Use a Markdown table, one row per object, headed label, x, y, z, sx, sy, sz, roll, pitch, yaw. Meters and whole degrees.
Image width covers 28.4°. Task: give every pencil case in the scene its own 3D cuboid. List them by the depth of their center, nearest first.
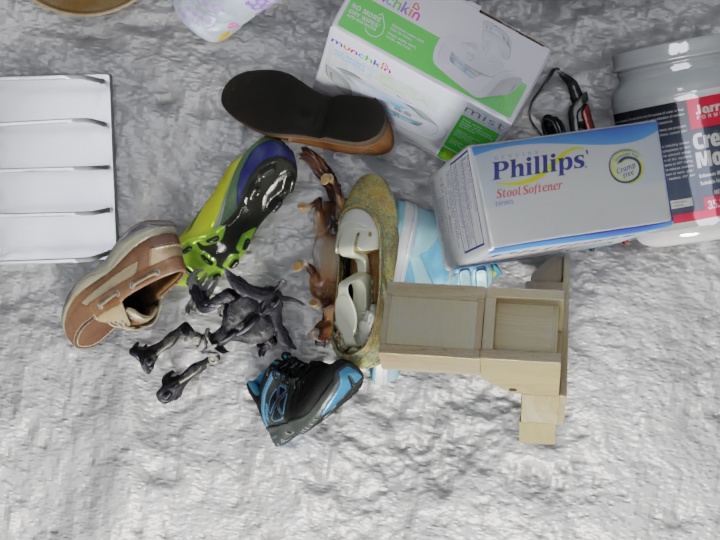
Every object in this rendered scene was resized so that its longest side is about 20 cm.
| label | x | y | z | sx | sy | sz | roll | pitch | yaw |
| --- | --- | --- | --- | --- | --- | --- | --- | --- | --- |
| pencil case | -0.101 | -0.305 | 1.438 | 0.091 | 0.083 | 0.200 | 35 | 138 | -31 |

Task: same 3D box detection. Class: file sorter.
| label | x | y | z | sx | sy | sz | roll | pitch | yaw |
| --- | --- | --- | --- | --- | --- | --- | --- | --- | --- |
| file sorter | -0.335 | -0.106 | 1.483 | 0.139 | 0.125 | 0.200 | -2 | 94 | 1 |

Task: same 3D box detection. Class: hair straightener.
| label | x | y | z | sx | sy | sz | roll | pitch | yaw |
| --- | --- | --- | --- | --- | --- | --- | --- | --- | --- |
| hair straightener | 0.222 | -0.115 | 1.507 | 0.077 | 0.041 | 0.200 | -16 | 94 | 3 |

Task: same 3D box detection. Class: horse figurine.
| label | x | y | z | sx | sy | sz | roll | pitch | yaw |
| --- | --- | --- | --- | --- | --- | --- | --- | --- | --- |
| horse figurine | -0.036 | -0.026 | 1.493 | 0.050 | 0.133 | 0.200 | 0 | 80 | 15 |

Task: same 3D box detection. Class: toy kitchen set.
| label | x | y | z | sx | sy | sz | roll | pitch | yaw |
| --- | --- | --- | --- | --- | --- | --- | --- | --- | --- |
| toy kitchen set | 0.124 | 0.061 | 1.467 | 0.180 | 0.200 | 0.163 | 3 | 61 | 8 |

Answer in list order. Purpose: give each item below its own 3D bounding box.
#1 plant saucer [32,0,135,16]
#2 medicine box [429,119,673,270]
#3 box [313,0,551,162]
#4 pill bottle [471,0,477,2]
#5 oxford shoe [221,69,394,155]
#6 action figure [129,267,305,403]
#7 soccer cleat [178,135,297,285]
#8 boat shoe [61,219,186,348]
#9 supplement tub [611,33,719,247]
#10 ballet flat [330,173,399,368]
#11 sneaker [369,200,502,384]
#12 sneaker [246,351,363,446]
| label | x | y | z | sx | sy | sz | roll | pitch | yaw |
| --- | --- | --- | --- | --- | --- | --- | --- | --- | --- |
| plant saucer | -0.290 | -0.368 | 1.507 | 0.200 | 0.035 | 0.201 | 0 | 94 | 2 |
| medicine box | 0.179 | -0.070 | 1.379 | 0.182 | 0.200 | 0.103 | -9 | 87 | -8 |
| box | 0.068 | -0.203 | 1.430 | 0.200 | 0.176 | 0.097 | 29 | 76 | -1 |
| pill bottle | 0.048 | -0.352 | 1.460 | 0.200 | 0.112 | 0.112 | 30 | 94 | 0 |
| oxford shoe | -0.056 | -0.156 | 1.493 | 0.200 | 0.071 | 0.071 | 20 | 77 | 24 |
| action figure | -0.144 | 0.054 | 1.490 | 0.200 | 0.102 | 0.119 | -32 | 117 | 19 |
| soccer cleat | -0.140 | -0.062 | 1.517 | 0.065 | 0.084 | 0.200 | 32 | 114 | -32 |
| boat shoe | -0.246 | 0.029 | 1.478 | 0.200 | 0.076 | 0.072 | -47 | 65 | 38 |
| supplement tub | 0.335 | -0.132 | 1.454 | 0.140 | 0.140 | 0.200 | -11 | 94 | 2 |
| ballet flat | 0.000 | 0.000 | 1.442 | 0.071 | 0.071 | 0.200 | 2 | 89 | 2 |
| sneaker | 0.080 | 0.033 | 1.507 | 0.130 | 0.080 | 0.200 | 8 | 105 | -9 |
| sneaker | -0.065 | 0.123 | 1.465 | 0.073 | 0.200 | 0.082 | -33 | 87 | -32 |
